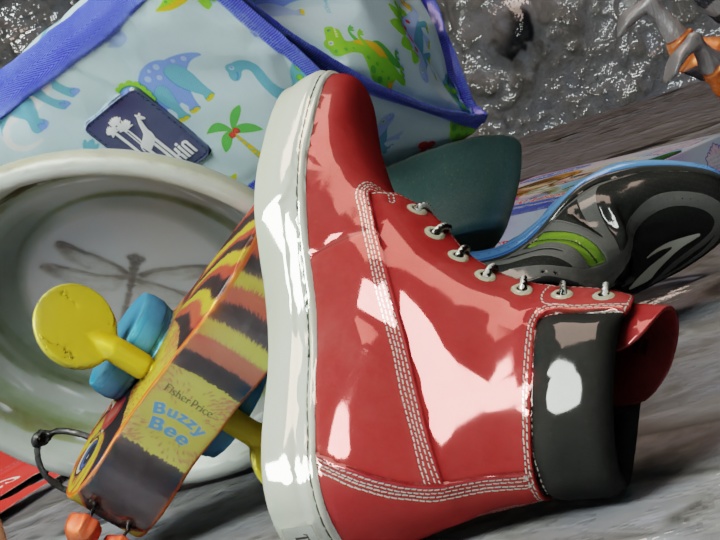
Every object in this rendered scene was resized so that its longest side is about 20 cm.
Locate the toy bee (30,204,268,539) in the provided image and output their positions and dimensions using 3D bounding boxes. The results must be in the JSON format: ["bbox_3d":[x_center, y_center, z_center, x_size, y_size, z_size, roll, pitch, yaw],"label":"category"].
[{"bbox_3d":[-0.077,0.069,0.805,0.131,0.200,0.109,15,37,-2],"label":"toy bee"}]

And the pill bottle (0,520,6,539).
[{"bbox_3d":[-0.209,0.110,0.695,0.200,0.106,0.106,-12,8,44],"label":"pill bottle"}]

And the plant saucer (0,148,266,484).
[{"bbox_3d":[-0.103,0.014,0.867,0.200,0.200,0.050,-16,39,17],"label":"plant saucer"}]

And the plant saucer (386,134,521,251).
[{"bbox_3d":[0.000,0.000,0.968,0.200,0.036,0.200,-27,-13,-7],"label":"plant saucer"}]

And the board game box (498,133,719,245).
[{"bbox_3d":[0.140,-0.042,1.409,0.199,0.041,0.200,-23,8,-42],"label":"board game box"}]

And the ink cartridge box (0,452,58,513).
[{"bbox_3d":[-0.259,0.119,1.091,0.200,0.050,0.161,-18,5,20],"label":"ink cartridge box"}]

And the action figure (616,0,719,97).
[{"bbox_3d":[0.295,-0.135,1.347,0.193,0.105,0.200,16,6,-18],"label":"action figure"}]

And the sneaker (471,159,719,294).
[{"bbox_3d":[0.095,0.011,0.917,0.200,0.071,0.083,-24,36,-17],"label":"sneaker"}]

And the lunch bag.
[{"bbox_3d":[-0.070,-0.080,0.895,0.170,0.127,0.200,-36,-30,29],"label":"lunch bag"}]

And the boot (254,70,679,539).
[{"bbox_3d":[0.039,0.000,0.700,0.144,0.200,0.072,-16,-35,17],"label":"boot"}]
